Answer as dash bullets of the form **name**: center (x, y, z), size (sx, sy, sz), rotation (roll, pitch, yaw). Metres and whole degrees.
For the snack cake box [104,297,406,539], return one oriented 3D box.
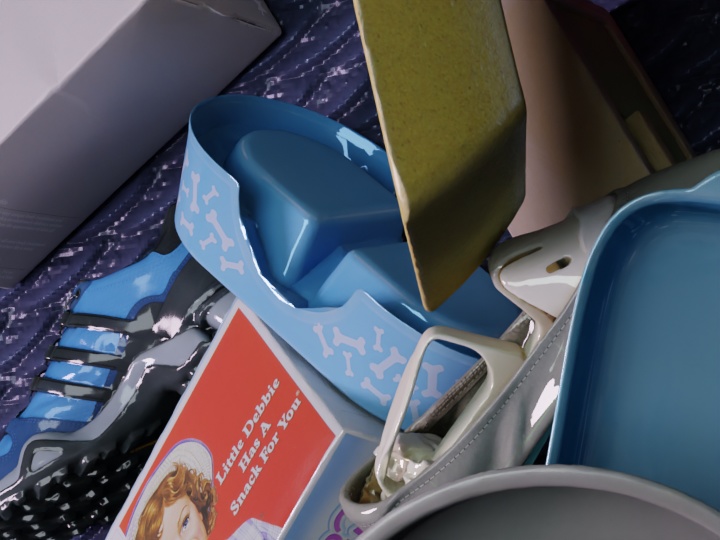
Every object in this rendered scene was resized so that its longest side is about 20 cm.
- **snack cake box**: center (-0.051, 0.127, 0.998), size (0.201, 0.067, 0.115), rotation (-60, 34, 15)

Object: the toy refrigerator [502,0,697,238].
- **toy refrigerator**: center (0.110, -0.016, 0.936), size (0.070, 0.076, 0.201), rotation (-37, 66, 23)

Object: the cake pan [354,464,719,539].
- **cake pan**: center (0.070, 0.157, 0.797), size (0.198, 0.037, 0.202), rotation (2, 104, 9)

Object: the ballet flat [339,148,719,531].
- **ballet flat**: center (0.061, 0.026, 0.870), size (0.063, 0.067, 0.201), rotation (33, 105, -9)

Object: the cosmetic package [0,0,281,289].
- **cosmetic package**: center (-0.146, -0.085, 1.084), size (0.200, 0.107, 0.090), rotation (-43, 64, 19)

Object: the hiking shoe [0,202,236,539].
- **hiking shoe**: center (-0.114, 0.051, 1.077), size (0.200, 0.074, 0.087), rotation (-38, 59, 12)

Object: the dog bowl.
- **dog bowl**: center (0.000, 0.000, 0.986), size (0.200, 0.111, 0.050), rotation (40, 118, 28)

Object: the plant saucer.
- **plant saucer**: center (0.020, -0.100, 0.818), size (0.048, 0.200, 0.202), rotation (-12, 80, 1)

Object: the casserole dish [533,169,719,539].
- **casserole dish**: center (0.126, 0.062, 0.814), size (0.120, 0.039, 0.202), rotation (9, 98, 6)
